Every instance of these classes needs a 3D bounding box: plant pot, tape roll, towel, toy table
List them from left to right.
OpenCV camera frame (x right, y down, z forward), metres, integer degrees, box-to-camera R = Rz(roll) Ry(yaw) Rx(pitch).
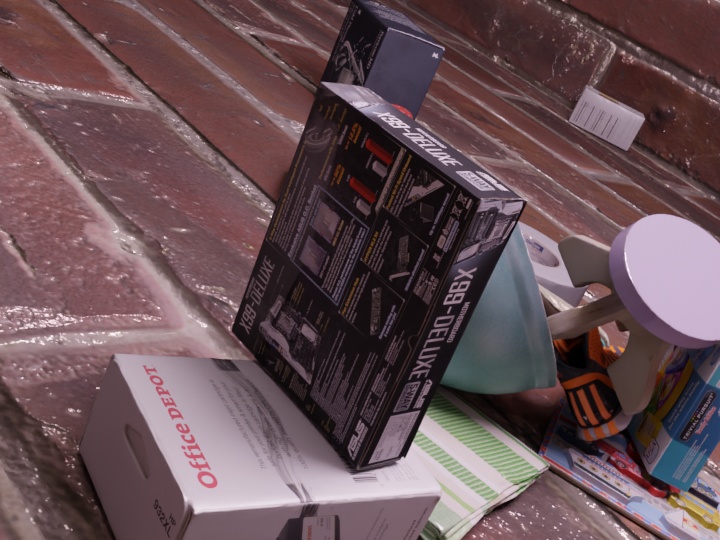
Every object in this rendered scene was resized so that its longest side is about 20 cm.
[{"bbox_3d":[0.065,0.158,0.824,0.152,0.024,0.199,37,25,26],"label":"towel"},{"bbox_3d":[0.093,0.030,0.907,0.132,0.203,0.201,-15,25,3],"label":"plant pot"},{"bbox_3d":[0.214,-0.007,1.304,0.198,0.067,0.201,23,21,-9],"label":"tape roll"},{"bbox_3d":[0.270,0.032,0.911,0.198,0.117,0.186,12,57,-38],"label":"toy table"}]

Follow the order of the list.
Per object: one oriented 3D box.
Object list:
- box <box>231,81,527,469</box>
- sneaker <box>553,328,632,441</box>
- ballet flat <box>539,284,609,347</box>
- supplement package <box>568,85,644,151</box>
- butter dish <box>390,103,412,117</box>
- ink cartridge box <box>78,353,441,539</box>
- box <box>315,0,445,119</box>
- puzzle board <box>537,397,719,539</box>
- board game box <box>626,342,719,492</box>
[{"bbox_3d":[0.001,0.002,0.628,0.049,0.202,0.157,-3,33,-45],"label":"box"},{"bbox_3d":[0.248,0.089,1.003,0.113,0.077,0.200,65,20,-5],"label":"sneaker"},{"bbox_3d":[0.222,0.052,1.189,0.199,0.068,0.062,34,22,-7],"label":"ballet flat"},{"bbox_3d":[0.743,-0.463,2.875,0.198,0.110,0.114,28,21,4],"label":"supplement package"},{"bbox_3d":[0.024,-0.146,1.249,0.197,0.149,0.200,23,5,-11],"label":"butter dish"},{"bbox_3d":[-0.068,0.134,0.639,0.198,0.084,0.145,8,28,-40],"label":"ink cartridge box"},{"bbox_3d":[0.029,-0.346,1.674,0.123,0.202,0.197,12,25,-28],"label":"box"},{"bbox_3d":[0.279,0.208,0.961,0.198,0.018,0.151,31,22,10],"label":"puzzle board"},{"bbox_3d":[0.340,0.117,1.012,0.046,0.152,0.200,25,16,-5],"label":"board game box"}]
